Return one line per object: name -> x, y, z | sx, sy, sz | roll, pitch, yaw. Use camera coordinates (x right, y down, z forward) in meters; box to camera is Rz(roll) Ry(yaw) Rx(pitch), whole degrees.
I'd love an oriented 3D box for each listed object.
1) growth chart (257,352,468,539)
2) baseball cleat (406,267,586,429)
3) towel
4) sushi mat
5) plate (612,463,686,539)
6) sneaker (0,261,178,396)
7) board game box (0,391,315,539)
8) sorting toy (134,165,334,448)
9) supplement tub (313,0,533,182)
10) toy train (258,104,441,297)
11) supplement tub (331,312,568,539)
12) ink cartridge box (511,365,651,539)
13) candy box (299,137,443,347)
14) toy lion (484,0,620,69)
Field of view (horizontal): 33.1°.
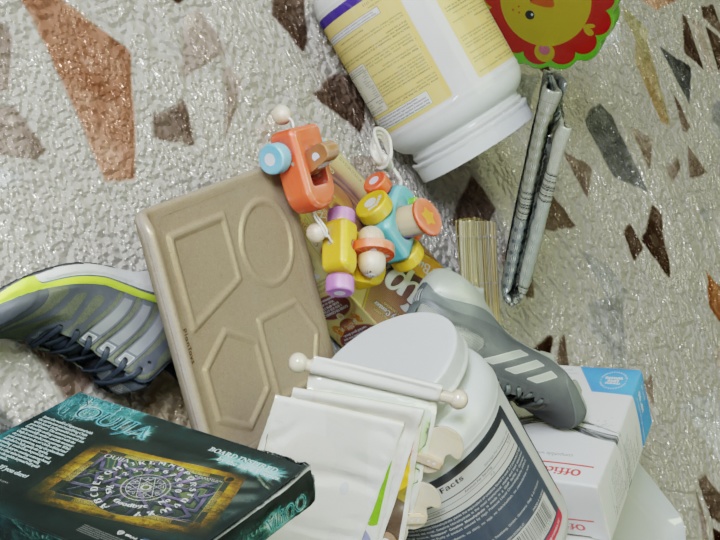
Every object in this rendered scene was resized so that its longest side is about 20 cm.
growth chart -> -0.018, 0.152, 0.826 | 0.143, 0.202, 0.018 | 21, 13, -11
baseball cleat -> 0.108, 0.091, 1.028 | 0.200, 0.070, 0.107 | 42, 56, -16
towel -> 0.169, -0.086, 1.146 | 0.193, 0.034, 0.203 | -59, 159, -73
sushi mat -> 0.112, 0.052, 1.106 | 0.095, 0.012, 0.203 | -7, 93, -63
plate -> 0.256, 0.253, 1.182 | 0.200, 0.032, 0.200 | 49, 29, -18
sneaker -> -0.174, 0.042, 0.815 | 0.199, 0.073, 0.082 | 2, 73, -45
board game box -> -0.144, 0.129, 0.713 | 0.135, 0.198, 0.029 | -28, 122, -50
sorting toy -> -0.086, 0.029, 0.871 | 0.200, 0.036, 0.188 | -31, 110, -60
supplement tub -> 0.061, -0.201, 1.136 | 0.145, 0.145, 0.201 | -38, 100, -49
toy train -> 0.005, -0.062, 0.956 | 0.199, 0.055, 0.152 | -14, 91, -59
supplement tub -> 0.061, 0.147, 0.922 | 0.201, 0.139, 0.141 | 59, 39, -26
ink cartridge box -> 0.180, 0.173, 1.088 | 0.200, 0.115, 0.068 | -55, 136, -47
candy box -> 0.000, 0.000, 1.036 | 0.200, 0.055, 0.116 | 47, 43, -21
toy lion -> 0.153, -0.267, 1.201 | 0.191, 0.200, 0.069 | 38, 43, -4
